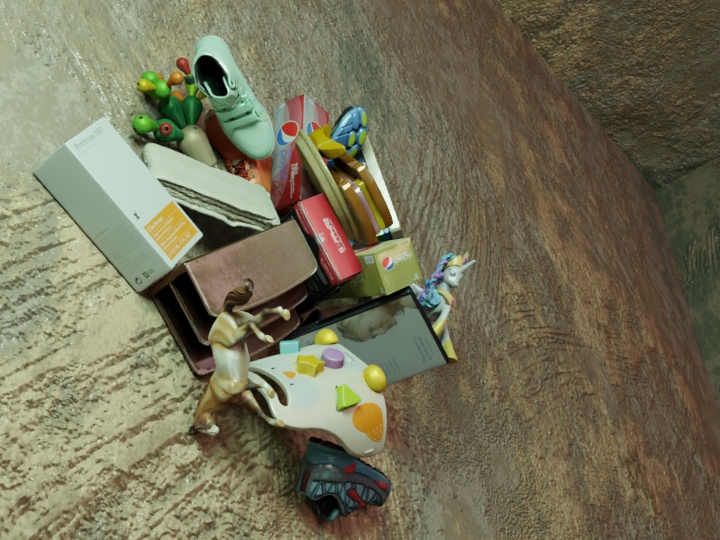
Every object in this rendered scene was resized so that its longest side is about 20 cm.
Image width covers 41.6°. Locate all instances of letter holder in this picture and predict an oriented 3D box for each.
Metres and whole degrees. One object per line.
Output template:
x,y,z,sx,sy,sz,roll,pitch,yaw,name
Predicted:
-0.150,0.038,1.257,0.200,0.101,0.142,-26,87,-45,letter holder

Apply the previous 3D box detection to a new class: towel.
-0.213,-0.114,1.340,0.200,0.034,0.133,21,19,-26,towel

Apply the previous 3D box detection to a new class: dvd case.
0.009,0.112,1.358,0.018,0.200,0.143,-90,155,-57,dvd case

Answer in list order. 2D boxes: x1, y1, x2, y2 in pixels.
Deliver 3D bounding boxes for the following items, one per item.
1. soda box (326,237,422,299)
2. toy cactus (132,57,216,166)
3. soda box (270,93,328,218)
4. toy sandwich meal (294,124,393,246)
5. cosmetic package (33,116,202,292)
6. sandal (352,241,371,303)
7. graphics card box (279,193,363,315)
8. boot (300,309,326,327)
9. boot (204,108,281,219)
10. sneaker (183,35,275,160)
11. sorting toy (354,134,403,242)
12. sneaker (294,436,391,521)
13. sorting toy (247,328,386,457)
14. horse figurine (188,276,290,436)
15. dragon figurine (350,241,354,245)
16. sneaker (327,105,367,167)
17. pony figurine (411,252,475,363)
0.000,0.000,1.375,0.068,0.200,0.064,-23,99,-31,soda box
-0.262,-0.230,1.406,0.165,0.102,0.200,59,19,-21,toy cactus
-0.096,-0.175,1.501,0.070,0.063,0.200,33,49,-48,soda box
-0.026,-0.128,1.373,0.205,0.070,0.205,62,-4,7,toy sandwich meal
-0.305,-0.084,1.209,0.200,0.071,0.101,51,30,-14,cosmetic package
-0.009,0.011,1.551,0.201,0.057,0.080,85,12,-72,sandal
-0.080,-0.015,1.372,0.051,0.200,0.126,-25,83,-32,graphics card box
-0.029,0.101,1.481,0.132,0.070,0.200,42,28,-19,boot
-0.177,-0.163,1.486,0.200,0.075,0.107,48,35,-23,boot
-0.190,-0.236,1.378,0.118,0.074,0.201,-92,156,-65,sneaker
0.018,-0.120,1.685,0.200,0.070,0.199,62,9,-73,sorting toy
-0.032,0.299,1.303,0.200,0.079,0.096,44,66,-48,sneaker
-0.079,0.153,1.229,0.200,0.107,0.180,34,22,35,sorting toy
-0.145,0.106,1.138,0.050,0.132,0.200,-1,93,-50,horse figurine
-0.048,-0.059,1.601,0.200,0.059,0.099,-14,76,-59,dragon figurine
-0.058,-0.203,1.590,0.071,0.200,0.083,-5,54,-41,sneaker
0.109,0.069,1.631,0.167,0.193,0.200,35,56,-31,pony figurine
